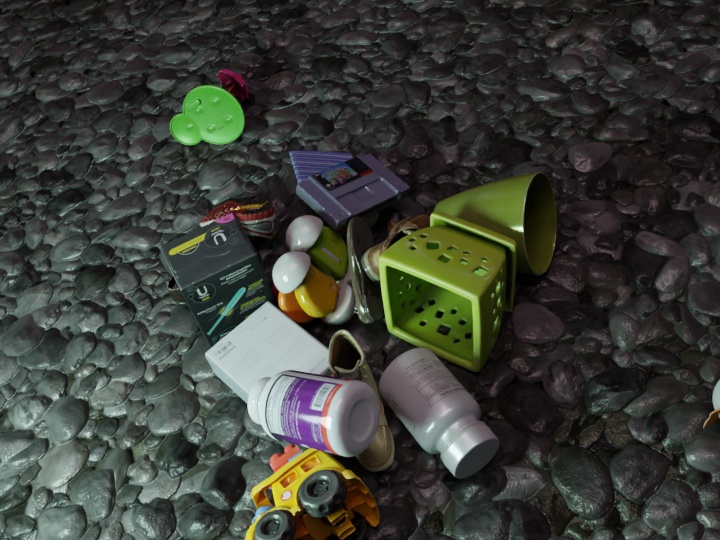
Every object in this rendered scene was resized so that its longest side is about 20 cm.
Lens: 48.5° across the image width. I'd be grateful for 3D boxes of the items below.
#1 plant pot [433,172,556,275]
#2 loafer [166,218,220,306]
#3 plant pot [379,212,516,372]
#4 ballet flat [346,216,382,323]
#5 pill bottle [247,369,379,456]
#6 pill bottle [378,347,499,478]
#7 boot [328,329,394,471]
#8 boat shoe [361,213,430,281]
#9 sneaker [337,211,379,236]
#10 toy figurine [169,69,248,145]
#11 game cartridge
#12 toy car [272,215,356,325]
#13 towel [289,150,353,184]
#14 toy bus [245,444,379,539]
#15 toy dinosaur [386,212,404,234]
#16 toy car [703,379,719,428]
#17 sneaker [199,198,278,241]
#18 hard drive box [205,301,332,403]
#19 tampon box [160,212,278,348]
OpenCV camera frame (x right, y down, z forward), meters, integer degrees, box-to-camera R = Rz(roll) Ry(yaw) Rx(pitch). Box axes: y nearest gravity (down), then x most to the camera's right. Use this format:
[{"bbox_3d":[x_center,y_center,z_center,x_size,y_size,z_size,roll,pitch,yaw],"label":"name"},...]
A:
[{"bbox_3d":[0.242,-0.086,1.498,0.199,0.187,0.187,1,50,31],"label":"plant pot"},{"bbox_3d":[-0.312,-0.021,1.580,0.073,0.071,0.200,28,81,20],"label":"loafer"},{"bbox_3d":[0.167,0.025,1.399,0.199,0.200,0.182,23,51,28],"label":"plant pot"},{"bbox_3d":[0.000,0.000,1.462,0.046,0.067,0.201,-21,74,42],"label":"ballet flat"},{"bbox_3d":[-0.076,0.215,1.228,0.200,0.113,0.113,3,49,38],"label":"pill bottle"},{"bbox_3d":[0.127,0.229,1.284,0.114,0.115,0.200,-31,52,-14],"label":"pill bottle"},{"bbox_3d":[-0.002,0.211,1.299,0.072,0.155,0.200,-16,48,0],"label":"boot"},{"bbox_3d":[0.084,-0.048,1.469,0.074,0.076,0.200,-31,9,47],"label":"boat shoe"},{"bbox_3d":[-0.033,-0.139,1.666,0.092,0.076,0.200,-11,41,-27],"label":"sneaker"},{"bbox_3d":[-0.347,-0.405,1.932,0.200,0.150,0.184,-22,30,26],"label":"toy figurine"},{"bbox_3d":[-0.014,-0.161,1.574,0.200,0.038,0.130,-28,64,-35],"label":"game cartridge"},{"bbox_3d":[-0.095,0.011,1.507,0.150,0.175,0.200,-25,38,41],"label":"toy car"},{"bbox_3d":[-0.067,-0.198,1.665,0.144,0.024,0.200,2,32,-15],"label":"towel"},{"bbox_3d":[-0.102,0.360,1.225,0.200,0.136,0.192,-34,38,-15],"label":"toy bus"},{"bbox_3d":[0.069,-0.044,1.565,0.106,0.061,0.200,-4,31,17],"label":"toy dinosaur"},{"bbox_3d":[0.614,0.189,1.216,0.200,0.177,0.185,-33,60,21],"label":"toy car"},{"bbox_3d":[-0.255,-0.093,1.662,0.199,0.082,0.078,2,36,36],"label":"sneaker"},{"bbox_3d":[-0.150,0.171,1.417,0.156,0.077,0.200,-40,54,-20],"label":"hard drive box"},{"bbox_3d":[-0.254,0.024,1.480,0.150,0.200,0.126,-26,50,-11],"label":"tampon box"}]
